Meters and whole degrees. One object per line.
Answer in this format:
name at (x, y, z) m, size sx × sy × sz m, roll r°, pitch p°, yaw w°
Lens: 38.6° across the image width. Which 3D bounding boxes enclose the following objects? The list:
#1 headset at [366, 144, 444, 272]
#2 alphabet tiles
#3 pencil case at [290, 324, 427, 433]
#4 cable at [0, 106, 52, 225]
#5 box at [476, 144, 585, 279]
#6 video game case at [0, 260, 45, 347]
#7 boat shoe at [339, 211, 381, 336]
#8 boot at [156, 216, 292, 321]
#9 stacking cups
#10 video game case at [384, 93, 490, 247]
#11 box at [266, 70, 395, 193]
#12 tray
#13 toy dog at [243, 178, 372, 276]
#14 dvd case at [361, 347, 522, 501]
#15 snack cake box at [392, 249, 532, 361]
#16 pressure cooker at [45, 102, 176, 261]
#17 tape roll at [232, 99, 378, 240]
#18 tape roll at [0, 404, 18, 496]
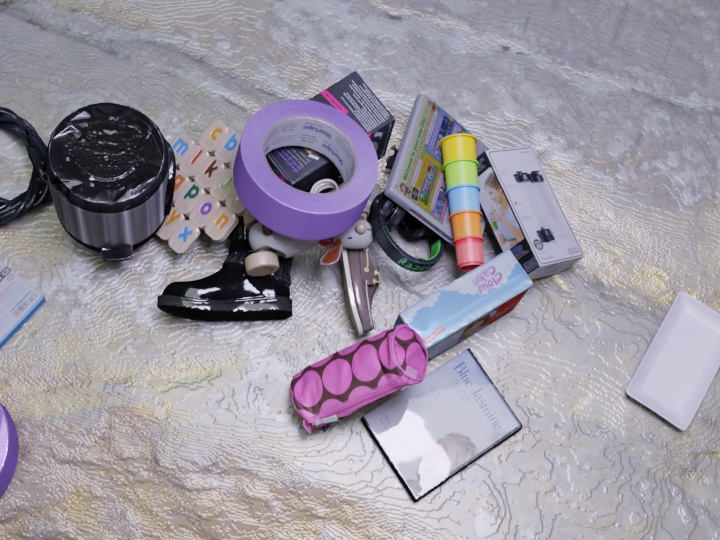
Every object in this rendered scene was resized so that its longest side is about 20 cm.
headset at (0.072, -0.096, 1.567) m, size 0.122 × 0.094 × 0.202 m, roll 11°, pitch 50°, yaw -35°
alphabet tiles at (-0.242, -0.126, 1.555) m, size 0.199 × 0.015 × 0.196 m, roll 36°, pitch 87°, yaw 34°
pencil case at (-0.002, 0.152, 1.431) m, size 0.091 × 0.199 × 0.094 m, roll 46°, pitch 30°, yaw -25°
cable at (-0.560, -0.162, 1.575) m, size 0.162 × 0.051 × 0.201 m, roll -36°, pitch 78°, yaw -13°
box at (0.252, -0.090, 1.591) m, size 0.116 × 0.060 × 0.202 m, roll -12°, pitch 72°, yaw -40°
video game case at (-0.583, 0.033, 1.504) m, size 0.199 × 0.018 × 0.143 m, roll 37°, pitch 70°, yaw 9°
boat shoe at (0.000, 0.000, 1.553) m, size 0.059 × 0.072 × 0.202 m, roll -9°, pitch 64°, yaw -6°
boot at (-0.197, -0.009, 1.527) m, size 0.208 × 0.079 × 0.160 m, roll 1°, pitch 74°, yaw -16°
stacking cups at (0.152, -0.100, 1.543) m, size 0.060 × 0.061 × 0.203 m, roll 0°, pitch 76°, yaw -6°
video game case at (0.132, -0.147, 1.591) m, size 0.181 × 0.022 × 0.202 m, roll 35°, pitch 55°, yaw -23°
box at (-0.059, -0.195, 1.595) m, size 0.199 × 0.123 × 0.106 m, roll -34°, pitch 76°, yaw -17°
tray at (0.490, 0.138, 1.574) m, size 0.107 × 0.022 × 0.201 m, roll 33°, pitch 68°, yaw 7°
toy dog at (-0.080, -0.059, 1.476) m, size 0.198 × 0.096 × 0.133 m, roll -26°, pitch 81°, yaw -18°
dvd case at (0.120, 0.223, 1.502) m, size 0.199 × 0.018 × 0.143 m, roll -30°, pitch 74°, yaw -17°
snack cake box at (0.146, 0.060, 1.518) m, size 0.198 × 0.115 × 0.068 m, roll -29°, pitch 74°, yaw -17°
pressure cooker at (-0.362, -0.126, 1.492) m, size 0.178 × 0.200 × 0.177 m, roll 34°, pitch 64°, yaw 6°
tape roll at (-0.077, -0.143, 1.446) m, size 0.197 × 0.066 × 0.202 m, roll 9°, pitch 54°, yaw -13°
tape roll at (-0.569, 0.243, 1.388) m, size 0.197 × 0.066 × 0.203 m, roll 2°, pitch 69°, yaw -6°
